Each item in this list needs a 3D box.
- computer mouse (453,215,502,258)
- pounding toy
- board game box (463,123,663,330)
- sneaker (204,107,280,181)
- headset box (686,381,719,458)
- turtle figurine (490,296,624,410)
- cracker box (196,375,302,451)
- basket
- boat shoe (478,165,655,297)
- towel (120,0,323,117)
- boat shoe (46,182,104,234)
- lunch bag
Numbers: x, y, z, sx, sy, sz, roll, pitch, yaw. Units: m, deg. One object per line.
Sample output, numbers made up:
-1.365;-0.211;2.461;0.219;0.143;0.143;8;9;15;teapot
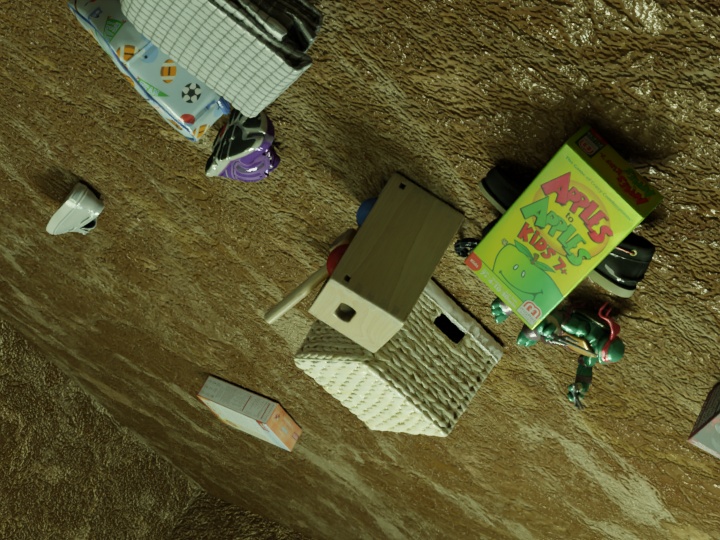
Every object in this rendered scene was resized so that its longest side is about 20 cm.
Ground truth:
0.158;-0.039;1.530;0.058;0.034;0.200;19;169;-17;computer mouse
0.000;0.000;1.608;0.142;0.185;0.200;32;160;-2;pounding toy
0.195;-0.039;1.300;0.102;0.048;0.200;45;137;7;board game box
-0.132;-0.153;1.633;0.083;0.081;0.200;18;170;-13;sneaker
0.474;0.180;1.512;0.148;0.077;0.200;29;158;7;headset box
0.249;0.085;1.579;0.200;0.100;0.150;29;151;54;turtle figurine
-0.236;0.305;2.832;0.199;0.058;0.134;19;157;33;cracker box
0.051;0.115;1.842;0.198;0.161;0.200;42;155;-26;basket
0.213;-0.054;1.370;0.201;0.063;0.074;36;-155;21;boat shoe
-0.139;-0.264;1.346;0.200;0.086;0.165;37;157;-10;towel
-0.480;-0.094;2.253;0.068;0.072;0.200;36;150;-12;boat shoe
-0.242;-0.247;1.503;0.200;0.075;0.160;52;176;-40;lunch bag
